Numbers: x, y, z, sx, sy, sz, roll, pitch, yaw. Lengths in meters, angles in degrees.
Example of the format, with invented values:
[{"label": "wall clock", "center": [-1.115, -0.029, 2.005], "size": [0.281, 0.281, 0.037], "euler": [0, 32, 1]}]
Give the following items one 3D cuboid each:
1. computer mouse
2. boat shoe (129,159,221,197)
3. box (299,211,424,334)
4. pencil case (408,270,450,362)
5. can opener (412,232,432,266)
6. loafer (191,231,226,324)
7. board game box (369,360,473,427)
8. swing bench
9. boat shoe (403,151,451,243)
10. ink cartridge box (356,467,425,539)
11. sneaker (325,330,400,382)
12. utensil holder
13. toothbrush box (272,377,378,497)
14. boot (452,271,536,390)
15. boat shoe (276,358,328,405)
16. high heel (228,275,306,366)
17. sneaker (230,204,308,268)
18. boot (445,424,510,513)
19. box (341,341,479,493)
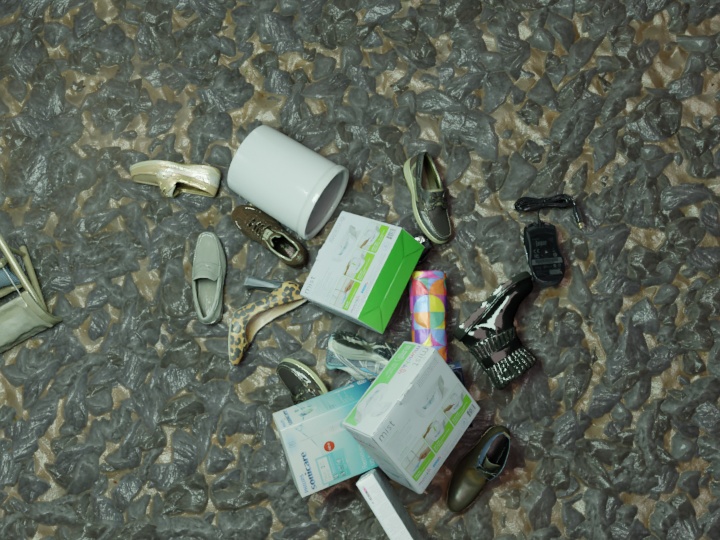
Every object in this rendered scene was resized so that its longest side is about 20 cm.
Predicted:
[{"label": "computer mouse", "center": [0.406, -0.065, 1.572], "size": [0.140, 0.046, 0.201], "euler": [-10, 74, -4]}, {"label": "boat shoe", "center": [-0.404, -0.193, 1.617], "size": [0.199, 0.074, 0.070], "euler": [3, 74, 3]}, {"label": "box", "center": [0.000, 0.000, 1.510], "size": [0.176, 0.097, 0.201], "euler": [18, 78, 43]}, {"label": "pencil case", "center": [0.142, 0.094, 1.532], "size": [0.088, 0.088, 0.201], "euler": [0, 80, 3]}, {"label": "can opener", "center": [0.063, -0.009, 1.569], "size": [0.200, 0.079, 0.064], "euler": [-35, 72, 9]}, {"label": "loafer", "center": [-0.321, 0.013, 1.577], "size": [0.070, 0.070, 0.201], "euler": [-7, 79, 2]}, {"label": "board game box", "center": [0.115, 0.269, 1.498], "size": [0.199, 0.035, 0.136], "euler": [-13, 105, 0]}, {"label": "swing bench", "center": [-0.773, 0.067, 1.560], "size": [0.198, 0.130, 0.201], "euler": [-30, 80, -3]}, {"label": "boat shoe", "center": [0.147, -0.156, 1.577], "size": [0.073, 0.065, 0.201], "euler": [-14, 78, -34]}, {"label": "ink cartridge box", "center": [0.065, 0.467, 1.409], "size": [0.043, 0.196, 0.200], "euler": [-32, 79, -1]}, {"label": "sneaker", "center": [0.022, 0.192, 1.536], "size": [0.199, 0.078, 0.087], "euler": [20, 115, -6]}, {"label": "utensil holder", "center": [-0.151, -0.187, 1.559], "size": [0.200, 0.170, 0.170], "euler": [31, 83, 11]}, {"label": "toothbrush box", "center": [-0.048, 0.314, 1.417], "size": [0.199, 0.085, 0.147], "euler": [-18, 106, -12]}, {"label": "boot", "center": [0.310, 0.122, 1.518], "size": [0.211, 0.079, 0.158], "euler": [-45, 73, 5]}, {"label": "boat shoe", "center": [-0.101, 0.262, 1.503], "size": [0.200, 0.073, 0.065], "euler": [44, 43, 10]}, {"label": "high heel", "center": [-0.192, 0.111, 1.549], "size": [0.142, 0.071, 0.201], "euler": [10, 71, 11]}, {"label": "sneaker", "center": [-0.193, -0.081, 1.585], "size": [0.200, 0.076, 0.071], "euler": [35, 83, 8]}, {"label": "boot", "center": [0.231, 0.389, 1.466], "size": [0.075, 0.097, 0.200], "euler": [32, 82, 8]}, {"label": "box", "center": [0.096, 0.265, 1.362], "size": [0.200, 0.097, 0.177], "euler": [-51, 120, -21]}]
